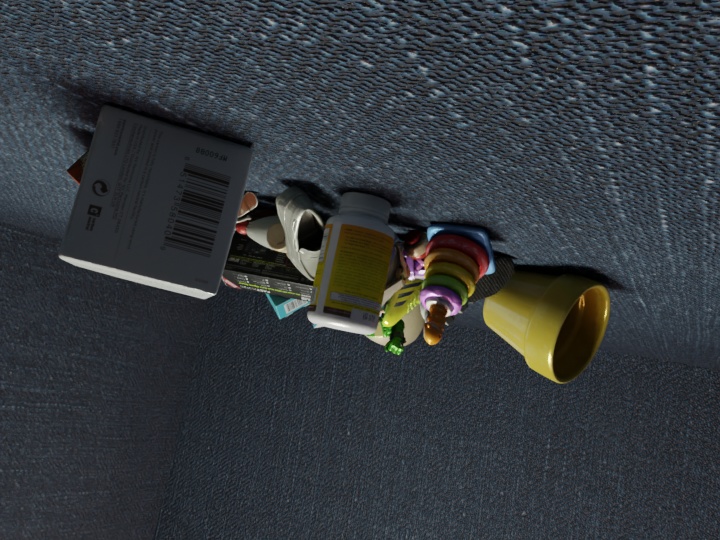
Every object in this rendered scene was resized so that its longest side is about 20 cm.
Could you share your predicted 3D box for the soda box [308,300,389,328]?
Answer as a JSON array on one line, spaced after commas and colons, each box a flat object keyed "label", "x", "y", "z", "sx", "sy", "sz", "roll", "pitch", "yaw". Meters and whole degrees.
[{"label": "soda box", "x": -0.003, "y": 0.065, "z": 1.328, "sx": 0.198, "sy": 0.064, "sz": 0.068, "roll": -7, "pitch": 166, "yaw": -30}]

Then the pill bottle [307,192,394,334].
[{"label": "pill bottle", "x": -0.010, "y": -0.011, "z": 1.002, "sx": 0.108, "sy": 0.203, "sz": 0.109, "roll": 11, "pitch": 173, "yaw": 1}]

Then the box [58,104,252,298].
[{"label": "box", "x": -0.270, "y": -0.081, "z": 0.892, "sx": 0.198, "sy": 0.201, "sz": 0.171, "roll": 15, "pitch": 172, "yaw": -15}]

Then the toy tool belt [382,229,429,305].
[{"label": "toy tool belt", "x": 0.025, "y": -0.021, "z": 1.111, "sx": 0.123, "sy": 0.200, "sz": 0.125, "roll": 53, "pitch": 168, "yaw": -33}]

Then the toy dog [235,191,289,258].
[{"label": "toy dog", "x": -0.164, "y": -0.094, "z": 1.165, "sx": 0.198, "sy": 0.097, "sz": 0.132, "roll": 27, "pitch": 176, "yaw": 0}]

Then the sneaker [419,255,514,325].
[{"label": "sneaker", "x": 0.194, "y": 0.023, "z": 1.255, "sx": 0.074, "sy": 0.199, "sz": 0.089, "roll": 55, "pitch": -175, "yaw": -32}]

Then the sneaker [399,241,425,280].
[{"label": "sneaker", "x": 0.116, "y": -0.012, "z": 1.207, "sx": 0.199, "sy": 0.082, "sz": 0.088, "roll": 5, "pitch": -174, "yaw": 43}]

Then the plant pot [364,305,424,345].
[{"label": "plant pot", "x": 0.084, "y": 0.061, "z": 1.575, "sx": 0.198, "sy": 0.202, "sz": 0.135, "roll": 14, "pitch": 138, "yaw": -15}]

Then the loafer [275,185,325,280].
[{"label": "loafer", "x": -0.084, "y": -0.046, "z": 1.070, "sx": 0.070, "sy": 0.070, "sz": 0.201, "roll": 44, "pitch": 163, "yaw": 37}]

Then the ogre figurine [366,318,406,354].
[{"label": "ogre figurine", "x": 0.023, "y": 0.099, "z": 1.455, "sx": 0.198, "sy": 0.099, "sz": 0.120, "roll": 17, "pitch": -163, "yaw": 17}]

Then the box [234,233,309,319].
[{"label": "box", "x": -0.167, "y": -0.008, "z": 1.292, "sx": 0.082, "sy": 0.201, "sz": 0.049, "roll": -27, "pitch": 148, "yaw": -13}]

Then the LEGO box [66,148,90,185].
[{"label": "LEGO box", "x": -0.370, "y": -0.111, "z": 1.065, "sx": 0.149, "sy": 0.077, "sz": 0.200, "roll": 45, "pitch": 168, "yaw": -5}]

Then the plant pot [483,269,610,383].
[{"label": "plant pot", "x": 0.352, "y": 0.088, "z": 1.292, "sx": 0.200, "sy": 0.203, "sz": 0.188, "roll": 19, "pitch": -175, "yaw": -46}]

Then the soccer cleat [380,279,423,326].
[{"label": "soccer cleat", "x": 0.108, "y": 0.042, "z": 1.311, "sx": 0.083, "sy": 0.201, "sz": 0.065, "roll": 32, "pitch": 143, "yaw": 8}]

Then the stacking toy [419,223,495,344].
[{"label": "stacking toy", "x": 0.136, "y": 0.032, "z": 1.055, "sx": 0.109, "sy": 0.201, "sz": 0.117, "roll": 6, "pitch": 145, "yaw": 27}]

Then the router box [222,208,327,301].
[{"label": "router box", "x": -0.146, "y": -0.031, "z": 1.237, "sx": 0.198, "sy": 0.151, "sz": 0.062, "roll": 11, "pitch": 148, "yaw": 12}]
